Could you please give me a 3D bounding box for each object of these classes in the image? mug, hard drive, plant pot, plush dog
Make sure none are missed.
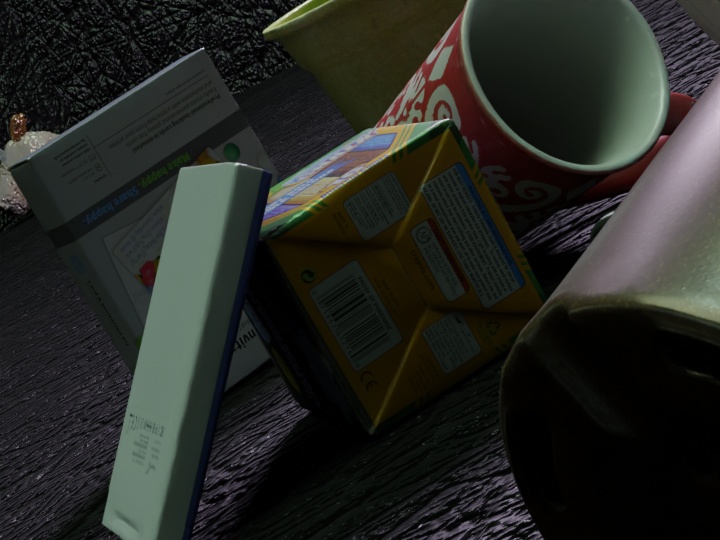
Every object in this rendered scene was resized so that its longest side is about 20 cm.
[{"bbox_3d":[0.094,-0.066,1.297,0.200,0.177,0.134,-43,16,56],"label":"mug"},{"bbox_3d":[-0.093,0.045,1.150,0.025,0.202,0.132,13,-3,-17],"label":"hard drive"},{"bbox_3d":[0.150,0.008,0.575,0.198,0.201,0.200,-43,15,-30],"label":"plant pot"},{"bbox_3d":[0.057,-0.144,1.602,0.199,0.185,0.200,-28,10,5],"label":"plant pot"},{"bbox_3d":[-0.528,-0.186,3.750,0.199,0.162,0.171,-21,-13,36],"label":"plush dog"}]

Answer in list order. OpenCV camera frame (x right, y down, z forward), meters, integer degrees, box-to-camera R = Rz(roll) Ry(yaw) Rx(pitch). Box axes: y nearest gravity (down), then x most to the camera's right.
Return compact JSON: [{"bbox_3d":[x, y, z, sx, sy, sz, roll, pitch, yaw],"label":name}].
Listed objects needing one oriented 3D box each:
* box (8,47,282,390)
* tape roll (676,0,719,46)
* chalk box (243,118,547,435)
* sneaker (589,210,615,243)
[{"bbox_3d":[-0.118,-0.023,1.453,0.156,0.201,0.041,-35,11,-29],"label":"box"},{"bbox_3d":[0.284,-0.251,1.430,0.139,0.204,0.203,-33,10,-16],"label":"tape roll"},{"bbox_3d":[0.000,0.000,1.217,0.124,0.125,0.200,-32,11,-12],"label":"chalk box"},{"bbox_3d":[0.197,-0.043,0.996,0.115,0.076,0.200,-36,9,-25],"label":"sneaker"}]
